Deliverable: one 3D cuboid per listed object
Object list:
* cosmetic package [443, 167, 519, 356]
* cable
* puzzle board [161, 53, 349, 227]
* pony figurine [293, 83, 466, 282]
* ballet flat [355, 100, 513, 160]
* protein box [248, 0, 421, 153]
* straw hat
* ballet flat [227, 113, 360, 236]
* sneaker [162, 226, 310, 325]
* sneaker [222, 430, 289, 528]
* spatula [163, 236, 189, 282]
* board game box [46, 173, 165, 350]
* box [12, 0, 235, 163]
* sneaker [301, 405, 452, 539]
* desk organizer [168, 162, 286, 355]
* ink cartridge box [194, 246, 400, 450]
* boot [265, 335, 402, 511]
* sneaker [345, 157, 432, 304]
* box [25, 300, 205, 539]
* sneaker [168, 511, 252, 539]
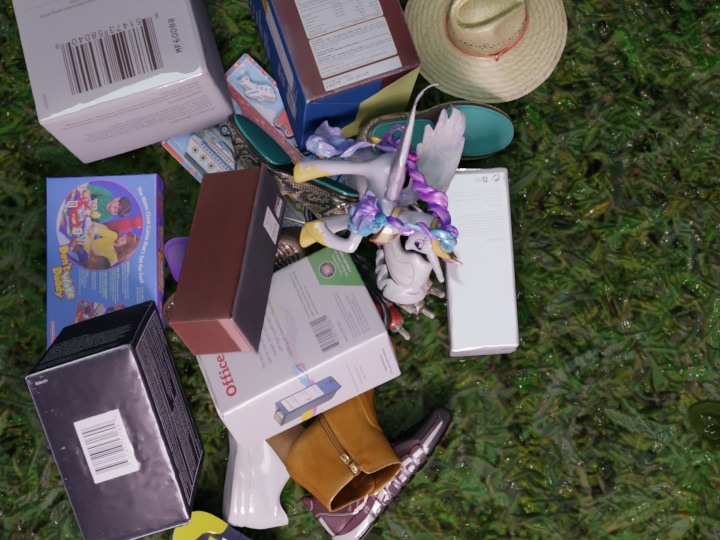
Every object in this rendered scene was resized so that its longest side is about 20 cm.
[{"bbox_3d":[0.134,-0.006,1.467,0.080,0.113,0.204,-2,81,3],"label":"cosmetic package"},{"bbox_3d":[0.000,0.000,1.513,0.200,0.050,0.097,43,100,13],"label":"cable"},{"bbox_3d":[-0.120,-0.139,1.542,0.200,0.017,0.151,44,87,7],"label":"puzzle board"},{"bbox_3d":[0.031,-0.097,1.372,0.197,0.166,0.196,10,89,25],"label":"pony figurine"},{"bbox_3d":[0.082,-0.162,1.502,0.197,0.065,0.072,-4,99,-25],"label":"ballet flat"},{"bbox_3d":[-0.036,-0.270,1.453,0.133,0.199,0.203,-18,81,-8],"label":"protein box"},{"bbox_3d":[0.148,-0.297,1.512,0.197,0.085,0.205,0,83,3],"label":"straw hat"},{"bbox_3d":[-0.090,-0.101,1.491,0.199,0.068,0.076,35,108,19],"label":"ballet flat"},{"bbox_3d":[-0.139,0.013,1.506,0.198,0.076,0.071,-26,104,21],"label":"sneaker"},{"bbox_3d":[-0.105,0.194,1.484,0.087,0.075,0.204,9,80,-16],"label":"sneaker"},{"bbox_3d":[-0.182,0.053,1.478,0.056,0.021,0.203,-4,111,13],"label":"spatula"},{"bbox_3d":[-0.300,-0.008,1.521,0.132,0.045,0.204,-2,83,3],"label":"board game box"},{"bbox_3d":[-0.271,-0.259,1.479,0.196,0.171,0.203,-16,77,3],"label":"box"},{"bbox_3d":[0.007,0.208,1.467,0.115,0.076,0.201,40,87,10],"label":"sneaker"},{"bbox_3d":[-0.142,-0.012,1.398,0.076,0.072,0.203,-5,55,20],"label":"desk organizer"},{"bbox_3d":[-0.076,0.081,1.412,0.198,0.088,0.146,-25,53,-4],"label":"ink cartridge box"},{"bbox_3d":[0.004,0.171,1.428,0.200,0.071,0.144,-39,50,-20],"label":"boot"},{"bbox_3d":[0.039,-0.065,1.472,0.074,0.081,0.202,-8,61,-24],"label":"sneaker"},{"bbox_3d":[-0.258,0.163,1.399,0.121,0.199,0.203,-16,101,2],"label":"box"},{"bbox_3d":[-0.134,0.342,1.464,0.199,0.082,0.074,39,60,-11],"label":"sneaker"}]
